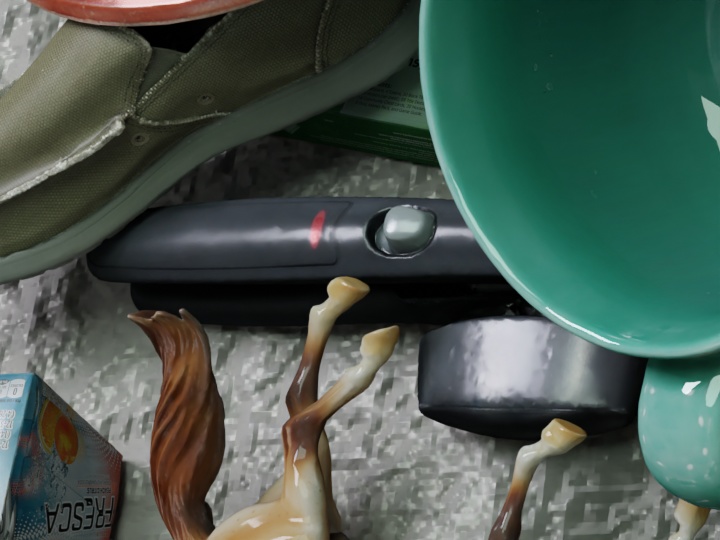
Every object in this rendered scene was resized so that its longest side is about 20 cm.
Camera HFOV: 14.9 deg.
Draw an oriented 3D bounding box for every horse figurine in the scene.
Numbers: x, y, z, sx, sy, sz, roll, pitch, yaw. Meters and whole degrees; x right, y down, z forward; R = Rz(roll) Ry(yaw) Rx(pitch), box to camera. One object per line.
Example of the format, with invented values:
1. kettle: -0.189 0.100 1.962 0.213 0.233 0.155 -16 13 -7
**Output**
1. horse figurine: 0.008 0.086 0.793 0.200 0.050 0.133 31 102 25

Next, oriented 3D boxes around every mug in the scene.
1. mug: 0.103 -0.049 0.747 0.152 0.114 0.185 43 128 30

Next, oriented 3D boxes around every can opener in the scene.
1. can opener: 0.000 0.000 0.847 0.200 0.063 0.079 7 59 29

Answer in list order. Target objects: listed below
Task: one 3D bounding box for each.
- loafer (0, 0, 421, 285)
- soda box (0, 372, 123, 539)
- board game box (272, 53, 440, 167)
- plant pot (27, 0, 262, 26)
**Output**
1. loafer: -0.076 -0.065 0.874 0.200 0.070 0.075 -29 37 6
2. soda box: -0.181 0.076 0.888 0.199 0.068 0.064 -3 62 23
3. board game box: 0.039 -0.099 0.906 0.200 0.029 0.135 13 68 31
4. plant pot: -0.069 -0.211 0.809 0.200 0.195 0.201 -16 44 16
